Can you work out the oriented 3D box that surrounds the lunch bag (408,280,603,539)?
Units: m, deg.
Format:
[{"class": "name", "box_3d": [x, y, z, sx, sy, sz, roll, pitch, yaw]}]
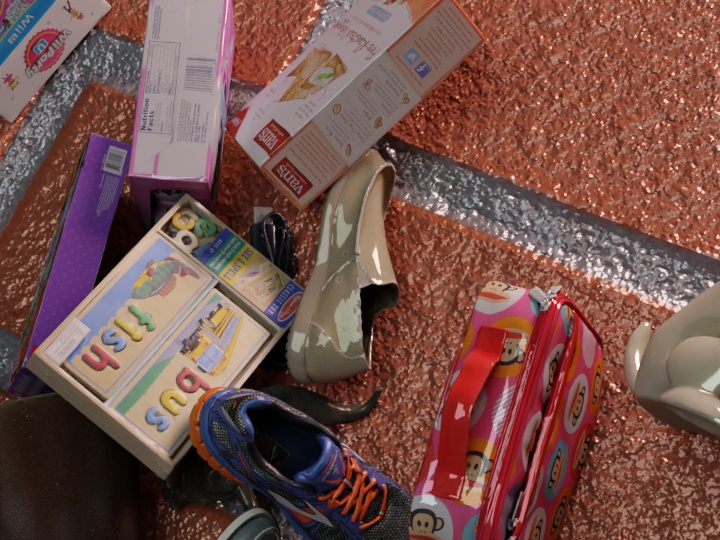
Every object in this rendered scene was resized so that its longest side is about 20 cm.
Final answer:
[{"class": "lunch bag", "box_3d": [0.098, 0.110, 1.047, 0.082, 0.176, 0.200, 11, 74, 25]}]

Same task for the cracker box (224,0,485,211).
[{"class": "cracker box", "box_3d": [-0.009, -0.150, 1.228, 0.200, 0.058, 0.134, -44, 26, 1]}]

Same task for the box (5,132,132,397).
[{"class": "box", "box_3d": [-0.241, 0.001, 1.253, 0.039, 0.137, 0.200, 17, 72, -13]}]

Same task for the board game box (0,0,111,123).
[{"class": "board game box", "box_3d": [-0.355, -0.254, 1.441, 0.200, 0.064, 0.148, 38, 86, 28]}]

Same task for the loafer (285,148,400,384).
[{"class": "loafer", "box_3d": [0.000, 0.000, 1.192, 0.068, 0.076, 0.200, 10, 71, 15]}]

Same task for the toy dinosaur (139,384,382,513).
[{"class": "toy dinosaur", "box_3d": [-0.078, 0.134, 1.165, 0.200, 0.077, 0.102, -38, 74, 8]}]

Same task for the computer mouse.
[{"class": "computer mouse", "box_3d": [-0.151, 0.024, 1.252, 0.200, 0.053, 0.139, -10, 67, 17]}]

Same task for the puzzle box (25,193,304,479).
[{"class": "puzzle box", "box_3d": [-0.139, 0.046, 1.151, 0.133, 0.025, 0.200, 39, 52, -2]}]

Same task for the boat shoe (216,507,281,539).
[{"class": "boat shoe", "box_3d": [-0.096, 0.272, 1.099, 0.062, 0.073, 0.200, 21, 83, 34]}]

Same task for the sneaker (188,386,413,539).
[{"class": "sneaker", "box_3d": [-0.030, 0.151, 1.093, 0.200, 0.078, 0.075, 32, 68, -15]}]

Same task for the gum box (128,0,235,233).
[{"class": "gum box", "box_3d": [-0.147, -0.134, 1.270, 0.066, 0.114, 0.200, 5, 69, -1]}]

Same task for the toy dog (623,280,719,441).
[{"class": "toy dog", "box_3d": [0.290, 0.035, 1.042, 0.200, 0.140, 0.194, -56, 25, -5]}]

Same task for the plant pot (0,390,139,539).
[{"class": "plant pot", "box_3d": [-0.244, 0.210, 1.155, 0.187, 0.187, 0.200, -17, 78, 14]}]
